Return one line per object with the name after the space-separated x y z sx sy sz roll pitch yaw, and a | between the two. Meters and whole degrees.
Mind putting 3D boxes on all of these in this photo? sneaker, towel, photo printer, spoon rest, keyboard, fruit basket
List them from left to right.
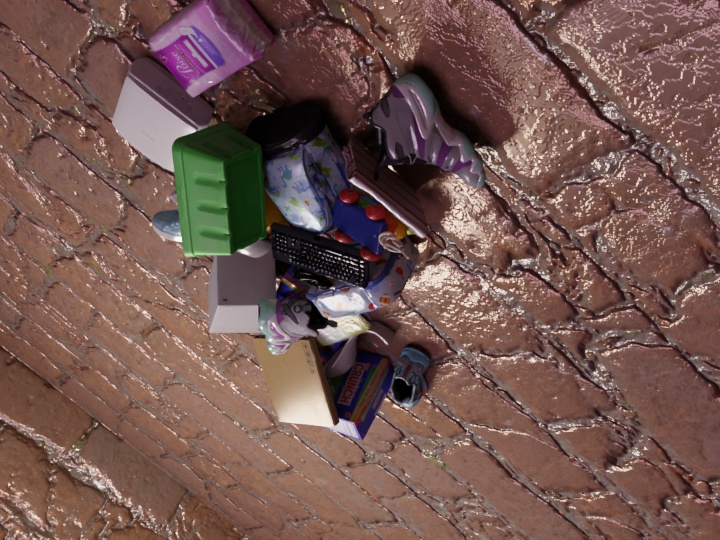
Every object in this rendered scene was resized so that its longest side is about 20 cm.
-0.363 -0.270 1.648 0.166 0.070 0.200 38 148 -7 | photo printer
-0.329 -0.103 1.800 0.198 0.074 0.082 9 141 16 | sneaker
-0.252 -0.139 1.493 0.214 0.155 0.218 18 122 32 | fruit basket
-0.112 0.108 1.737 0.138 0.079 0.200 -4 162 3 | sneaker
-0.074 -0.009 1.516 0.198 0.040 0.105 18 132 31 | keyboard
-0.072 0.084 1.771 0.143 0.023 0.200 42 145 -14 | towel
-0.017 0.163 1.902 0.199 0.099 0.061 -35 101 36 | spoon rest
0.035 -0.126 1.391 0.146 0.200 0.030 36 107 -17 | towel
0.089 0.241 1.907 0.079 0.096 0.201 23 147 17 | sneaker
0.079 -0.167 1.314 0.200 0.140 0.078 49 180 -14 | sneaker

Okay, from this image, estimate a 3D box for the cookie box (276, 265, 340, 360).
-0.093 0.079 1.871 0.170 0.075 0.200 33 147 1 | cookie box

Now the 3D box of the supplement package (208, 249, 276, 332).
-0.243 0.044 1.853 0.118 0.123 0.200 1 162 -14 | supplement package

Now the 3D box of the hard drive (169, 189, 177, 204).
-0.285 -0.097 1.853 0.131 0.026 0.200 -11 128 49 | hard drive

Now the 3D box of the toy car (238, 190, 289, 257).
-0.202 -0.125 1.646 0.198 0.177 0.150 22 -177 17 | toy car

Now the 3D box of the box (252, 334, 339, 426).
-0.136 0.228 1.897 0.162 0.021 0.202 -2 112 38 | box

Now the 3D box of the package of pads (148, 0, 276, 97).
-0.233 -0.357 1.408 0.199 0.076 0.121 -12 124 49 | package of pads

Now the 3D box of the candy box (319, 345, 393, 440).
-0.049 0.254 1.980 0.198 0.170 0.077 13 147 28 | candy box

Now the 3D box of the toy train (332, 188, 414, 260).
0.054 -0.065 1.430 0.200 0.115 0.086 34 127 43 | toy train

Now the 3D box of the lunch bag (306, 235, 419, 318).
0.000 0.000 1.607 0.199 0.161 0.076 -10 132 40 | lunch bag

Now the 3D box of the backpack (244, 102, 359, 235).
-0.088 -0.156 1.506 0.162 0.155 0.200 -1 146 37 | backpack
